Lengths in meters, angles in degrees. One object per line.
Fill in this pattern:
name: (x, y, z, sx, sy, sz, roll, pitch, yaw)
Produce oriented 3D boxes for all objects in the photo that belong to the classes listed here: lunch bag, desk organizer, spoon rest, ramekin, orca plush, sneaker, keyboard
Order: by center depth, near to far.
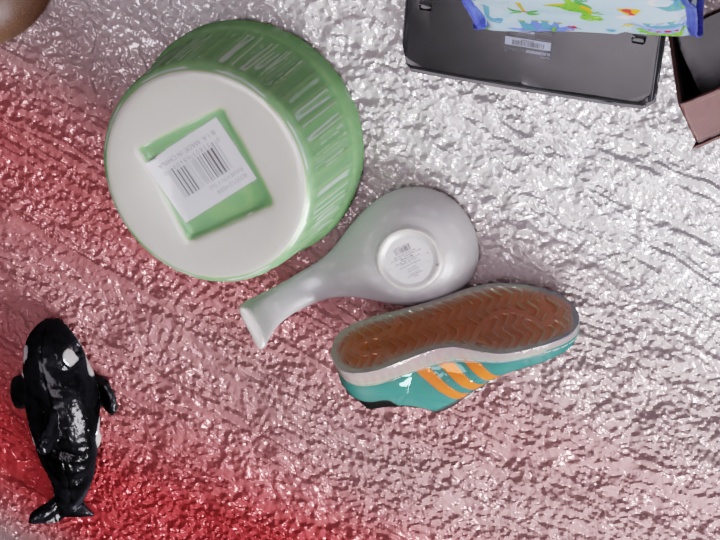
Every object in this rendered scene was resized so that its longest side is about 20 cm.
lunch bag: (0.157, -0.268, 1.149, 0.169, 0.127, 0.201, 4, 82, 16)
desk organizer: (0.311, -0.165, 1.165, 0.199, 0.072, 0.077, -24, 99, 26)
keyboard: (0.129, -0.195, 1.247, 0.199, 0.021, 0.128, 11, 115, 14)
ramekin: (-0.105, -0.089, 1.328, 0.199, 0.098, 0.201, 7, 113, 17)
sneaker: (0.081, 0.066, 1.348, 0.199, 0.072, 0.080, -10, 142, 11)
spoon rest: (0.000, 0.000, 1.359, 0.199, 0.061, 0.100, -23, 104, 12)
orca plush: (-0.282, 0.147, 1.502, 0.105, 0.071, 0.201, 20, 116, 11)

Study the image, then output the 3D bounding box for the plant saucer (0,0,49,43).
plant saucer: (-0.340, -0.277, 1.373, 0.199, 0.037, 0.201, 7, 113, 16)
